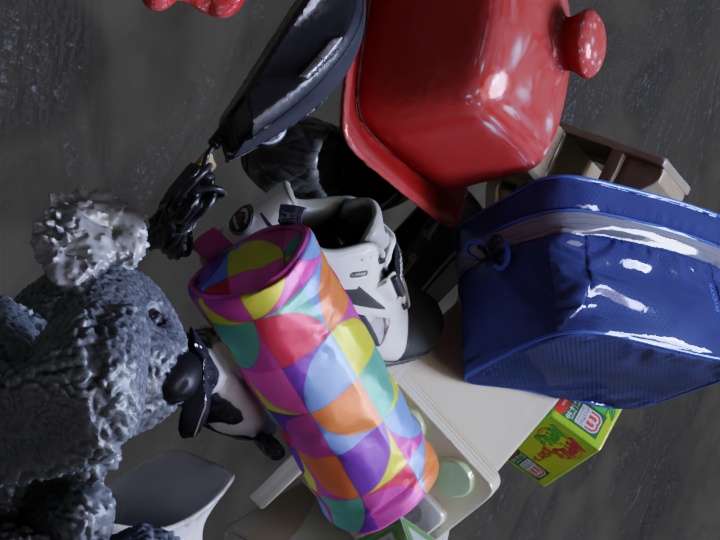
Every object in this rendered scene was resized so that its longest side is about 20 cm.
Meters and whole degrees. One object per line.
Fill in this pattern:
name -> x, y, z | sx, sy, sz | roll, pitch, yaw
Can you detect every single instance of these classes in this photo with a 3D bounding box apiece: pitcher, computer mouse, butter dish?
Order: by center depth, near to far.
computer mouse -> -0.055, -0.086, 0.863 | 0.201, 0.046, 0.140 | -61, -170, -24
pitcher -> -0.154, 0.226, 0.914 | 0.171, 0.121, 0.201 | -8, 106, -35
butter dish -> 0.086, -0.145, 0.980 | 0.199, 0.147, 0.201 | 32, 63, -59

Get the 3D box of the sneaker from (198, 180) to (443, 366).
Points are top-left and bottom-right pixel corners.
sneaker -> 0.000, 0.000, 0.967 | 0.199, 0.074, 0.088 | 21, 125, -44

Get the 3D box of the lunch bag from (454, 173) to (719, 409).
lunch bag -> 0.156, 0.009, 1.045 | 0.199, 0.136, 0.133 | 13, 65, -32

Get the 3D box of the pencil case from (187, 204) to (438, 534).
pencil case -> -0.026, 0.062, 0.900 | 0.088, 0.088, 0.201 | -46, 121, -33

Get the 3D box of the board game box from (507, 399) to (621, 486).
board game box -> 0.190, 0.067, 1.200 | 0.200, 0.048, 0.102 | -56, -179, -30

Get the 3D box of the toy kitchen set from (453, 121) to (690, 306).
toy kitchen set -> 0.140, -0.016, 1.164 | 0.200, 0.163, 0.181 | 32, 82, -59

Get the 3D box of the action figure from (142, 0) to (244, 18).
action figure -> -0.048, -0.207, 0.828 | 0.200, 0.065, 0.099 | -43, 160, -37

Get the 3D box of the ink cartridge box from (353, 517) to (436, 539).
ink cartridge box -> 0.030, 0.241, 1.051 | 0.103, 0.060, 0.200 | -30, 149, 10

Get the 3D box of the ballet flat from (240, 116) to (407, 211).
ballet flat -> -0.007, -0.063, 1.001 | 0.200, 0.057, 0.067 | 1, 107, -60

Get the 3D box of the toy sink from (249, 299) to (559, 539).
toy sink -> 0.040, 0.125, 1.072 | 0.130, 0.112, 0.200 | -47, 174, 37

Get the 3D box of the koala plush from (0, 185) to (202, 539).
koala plush -> -0.156, 0.058, 0.775 | 0.200, 0.183, 0.178 | -63, 152, -54

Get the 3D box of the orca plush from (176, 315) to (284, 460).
orca plush -> -0.099, 0.085, 0.924 | 0.071, 0.106, 0.200 | -28, -178, 3

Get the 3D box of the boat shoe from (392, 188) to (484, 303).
boat shoe -> 0.014, 0.013, 1.087 | 0.200, 0.071, 0.064 | -46, 111, -20

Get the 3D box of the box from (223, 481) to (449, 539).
box -> -0.014, 0.208, 1.144 | 0.200, 0.077, 0.096 | -22, 127, -51
